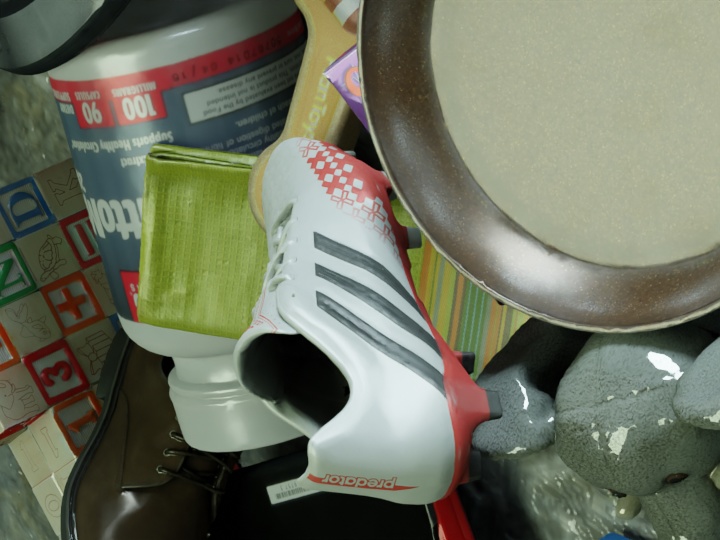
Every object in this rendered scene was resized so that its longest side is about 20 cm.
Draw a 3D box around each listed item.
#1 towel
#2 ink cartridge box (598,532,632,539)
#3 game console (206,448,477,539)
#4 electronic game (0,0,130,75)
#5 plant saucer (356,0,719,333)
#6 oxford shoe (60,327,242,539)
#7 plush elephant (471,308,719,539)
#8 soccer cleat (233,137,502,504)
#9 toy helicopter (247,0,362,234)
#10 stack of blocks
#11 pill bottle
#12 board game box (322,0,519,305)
[{"bbox_3d":[0.000,0.000,1.225,0.199,0.018,0.087,9,109,10],"label":"towel"},{"bbox_3d":[0.160,0.219,1.203,0.199,0.084,0.147,19,125,45],"label":"ink cartridge box"},{"bbox_3d":[0.002,0.170,1.359,0.200,0.031,0.178,-21,85,53],"label":"game console"},{"bbox_3d":[-0.124,-0.184,1.269,0.200,0.041,0.201,-32,47,43],"label":"electronic game"},{"bbox_3d":[0.091,-0.079,1.027,0.199,0.032,0.202,7,103,31],"label":"plant saucer"},{"bbox_3d":[-0.096,0.098,1.382,0.084,0.072,0.201,-28,47,46],"label":"oxford shoe"},{"bbox_3d":[0.139,0.061,1.073,0.164,0.154,0.201,-11,103,53],"label":"plush elephant"},{"bbox_3d":[-0.015,0.015,1.089,0.200,0.085,0.069,-117,33,-44],"label":"soccer cleat"},{"bbox_3d":[0.007,-0.101,1.170,0.132,0.079,0.201,24,106,22],"label":"toy helicopter"},{"bbox_3d":[-0.159,0.057,1.471,0.059,0.115,0.201,-33,85,53],"label":"stack of blocks"},{"bbox_3d":[-0.064,-0.025,1.304,0.119,0.119,0.201,3,113,50],"label":"pill bottle"},{"bbox_3d":[0.093,-0.084,1.075,0.200,0.032,0.120,-34,100,32],"label":"board game box"}]
